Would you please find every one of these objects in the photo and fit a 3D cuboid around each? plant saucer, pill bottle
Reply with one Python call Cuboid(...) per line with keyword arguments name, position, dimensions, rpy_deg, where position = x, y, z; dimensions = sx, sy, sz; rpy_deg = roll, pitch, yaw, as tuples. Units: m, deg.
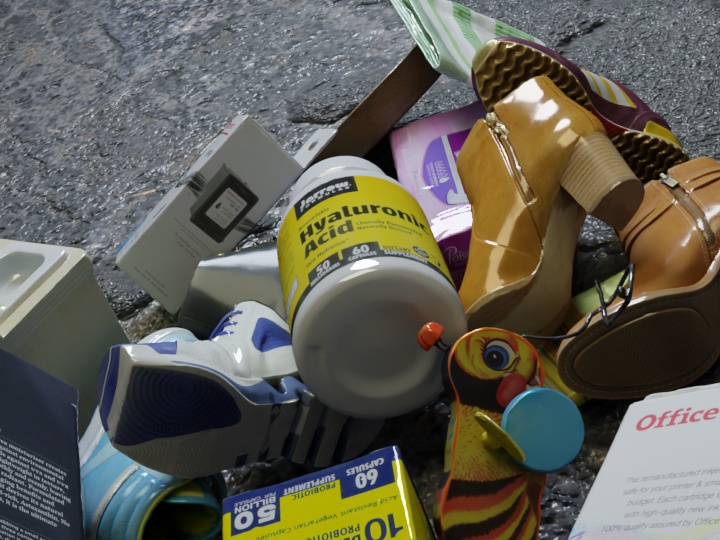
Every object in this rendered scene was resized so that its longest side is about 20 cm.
Cuboid(name="plant saucer", position=(0.015, -0.142, 1.110), dimensions=(0.200, 0.035, 0.200), rpy_deg=(-45, 5, 5))
Cuboid(name="pill bottle", position=(0.000, 0.000, 0.826), dimensions=(0.110, 0.112, 0.200), rpy_deg=(-20, 29, 2))

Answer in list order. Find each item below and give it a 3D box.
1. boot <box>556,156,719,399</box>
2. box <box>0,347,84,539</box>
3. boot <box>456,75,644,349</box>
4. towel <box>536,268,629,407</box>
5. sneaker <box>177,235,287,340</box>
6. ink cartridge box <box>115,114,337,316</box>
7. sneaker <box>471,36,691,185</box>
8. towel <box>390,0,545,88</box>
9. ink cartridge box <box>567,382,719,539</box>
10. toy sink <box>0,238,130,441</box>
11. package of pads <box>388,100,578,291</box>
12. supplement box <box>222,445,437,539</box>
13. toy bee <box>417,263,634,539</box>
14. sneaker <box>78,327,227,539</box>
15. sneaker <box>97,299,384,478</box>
Cuboid(name="boot", position=(0.201, 0.000, 0.830), dimensions=(0.199, 0.074, 0.155), rpy_deg=(-25, 30, -3))
Cuboid(name="box", position=(-0.274, 0.173, 0.754), dimensions=(0.200, 0.123, 0.199), rpy_deg=(-49, 29, 14))
Cuboid(name="boot", position=(0.097, -0.029, 0.851), dimensions=(0.202, 0.071, 0.144), rpy_deg=(-50, 40, 14))
Cuboid(name="towel", position=(0.189, 0.036, 0.850), dimensions=(0.199, 0.018, 0.086), rpy_deg=(-28, 39, -10))
Cuboid(name="sneaker", position=(-0.058, -0.011, 0.970), dimensions=(0.105, 0.075, 0.201), rpy_deg=(21, 49, 14))
Cuboid(name="ink cartridge box", position=(-0.115, -0.065, 1.025), dimensions=(0.200, 0.067, 0.116), rpy_deg=(-49, 12, -2))
Cuboid(name="sneaker", position=(0.165, -0.123, 0.953), dimensions=(0.075, 0.199, 0.090), rpy_deg=(-50, 20, 23))
Cuboid(name="towel", position=(0.115, -0.183, 1.044), dimensions=(0.023, 0.199, 0.153), rpy_deg=(-51, 40, 26))
Cuboid(name="ink cartridge box", position=(0.172, 0.152, 0.585), dimensions=(0.147, 0.086, 0.200), rpy_deg=(-18, 28, 50))
Cuboid(name="toy sink", position=(-0.261, 0.048, 0.919), dimensions=(0.129, 0.201, 0.112), rpy_deg=(5, 42, 35))
Cuboid(name="package of pads", position=(0.095, -0.061, 0.983), dimensions=(0.120, 0.076, 0.201), rpy_deg=(-19, 33, 7))
Cuboid(name="supplement box", position=(-0.004, 0.207, 0.631), dimensions=(0.108, 0.110, 0.201), rpy_deg=(-18, 34, 5))
Cuboid(name="toy bee", position=(0.075, 0.081, 0.720), dimensions=(0.108, 0.131, 0.201), rpy_deg=(21, 57, 1))
Cuboid(name="sneaker", position=(-0.128, 0.126, 0.848), dimensions=(0.130, 0.080, 0.201), rpy_deg=(0, 49, 33))
Cuboid(name="sneaker", position=(-0.091, 0.075, 0.824), dimensions=(0.198, 0.081, 0.115), rpy_deg=(9, 22, -36))
